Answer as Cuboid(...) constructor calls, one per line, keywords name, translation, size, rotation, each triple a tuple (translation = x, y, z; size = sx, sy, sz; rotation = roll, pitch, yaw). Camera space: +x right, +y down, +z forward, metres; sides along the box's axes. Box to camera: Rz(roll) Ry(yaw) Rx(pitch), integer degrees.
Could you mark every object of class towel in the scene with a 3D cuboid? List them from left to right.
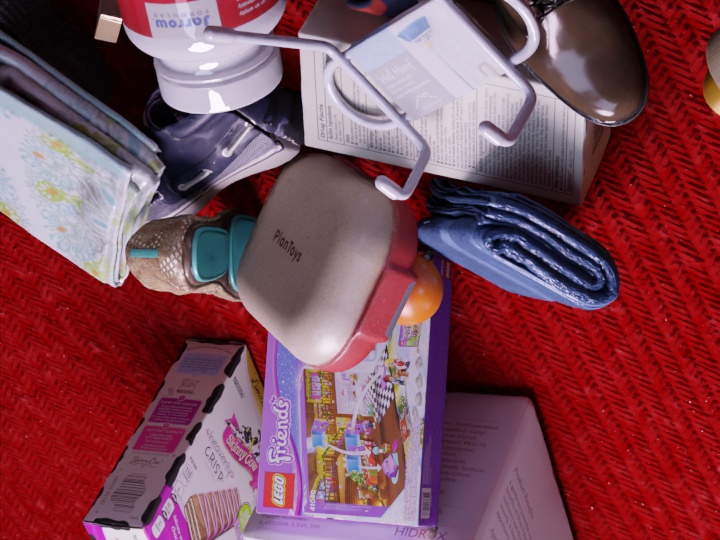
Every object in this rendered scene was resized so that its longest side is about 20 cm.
Cuboid(name="towel", translation=(-0.235, -0.084, 1.653), size=(0.199, 0.048, 0.171), rotation=(36, 150, 6))
Cuboid(name="towel", translation=(0.106, -0.018, 1.560), size=(0.111, 0.049, 0.200), rotation=(30, 176, -12))

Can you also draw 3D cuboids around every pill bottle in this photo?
Cuboid(name="pill bottle", translation=(-0.109, -0.209, 1.488), size=(0.111, 0.112, 0.201), rotation=(5, 126, 24))

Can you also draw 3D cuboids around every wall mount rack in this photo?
Cuboid(name="wall mount rack", translation=(0.009, -0.131, 1.424), size=(0.174, 0.075, 0.199), rotation=(43, 145, -17))

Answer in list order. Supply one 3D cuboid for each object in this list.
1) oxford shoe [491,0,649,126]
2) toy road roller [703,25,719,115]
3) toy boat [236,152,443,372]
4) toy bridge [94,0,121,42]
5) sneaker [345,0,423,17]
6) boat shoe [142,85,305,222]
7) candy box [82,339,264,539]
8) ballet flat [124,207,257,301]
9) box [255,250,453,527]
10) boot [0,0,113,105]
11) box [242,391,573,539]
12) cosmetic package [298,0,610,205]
Cuboid(name="oxford shoe", translation=(0.110, -0.169, 1.408), size=(0.072, 0.084, 0.201), rotation=(-34, 100, 10))
Cuboid(name="toy road roller", translation=(0.301, -0.079, 1.392), size=(0.199, 0.147, 0.123), rotation=(34, 138, -8))
Cuboid(name="toy boat", translation=(0.000, 0.000, 1.622), size=(0.130, 0.131, 0.200), rotation=(22, -171, -28))
Cuboid(name="toy bridge", translation=(-0.170, -0.190, 1.590), size=(0.198, 0.068, 0.027), rotation=(11, 140, -11))
Cuboid(name="sneaker", translation=(0.008, -0.236, 1.440), size=(0.084, 0.075, 0.201), rotation=(2, 134, 14))
Cuboid(name="boat shoe", translation=(-0.134, -0.092, 1.649), size=(0.092, 0.075, 0.199), rotation=(23, 142, -40))
Cuboid(name="candy box", translation=(-0.134, 0.173, 1.843), size=(0.060, 0.201, 0.137), rotation=(3, 135, 26))
Cuboid(name="ballet flat", translation=(-0.118, -0.014, 1.678), size=(0.065, 0.071, 0.200), rotation=(2, 176, 16))
Cuboid(name="box", translation=(-0.004, 0.085, 1.706), size=(0.136, 0.202, 0.039), rotation=(2, 175, 27))
Cuboid(name="boot", translation=(-0.279, -0.179, 1.668), size=(0.131, 0.070, 0.201), rotation=(-4, 126, 38))
Cuboid(name="box", translation=(0.045, 0.218, 1.814), size=(0.198, 0.172, 0.200), rotation=(3, 135, 26))
Cuboid(name="cosmetic package", translation=(0.064, -0.121, 1.533), size=(0.198, 0.073, 0.104), rotation=(15, 137, 15))
